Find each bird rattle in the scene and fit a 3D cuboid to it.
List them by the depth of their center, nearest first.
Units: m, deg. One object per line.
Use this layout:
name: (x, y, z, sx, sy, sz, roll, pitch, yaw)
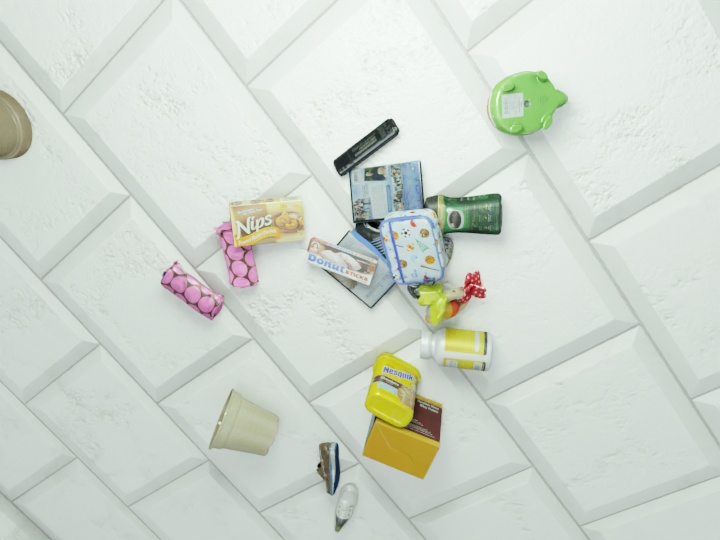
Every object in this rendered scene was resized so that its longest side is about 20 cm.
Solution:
bird rattle: (0.248, 0.079, 1.440, 0.113, 0.199, 0.164, 55, 153, 27)

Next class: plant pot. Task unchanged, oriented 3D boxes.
plant pot: (-1.074, -0.399, 1.467, 0.198, 0.175, 0.202, 4, 115, 9)
plant pot: (-0.375, 0.517, 1.716, 0.182, 0.201, 0.201, 24, 116, -12)

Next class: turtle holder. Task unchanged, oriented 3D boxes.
turtle holder: (0.377, -0.392, 1.199, 0.185, 0.132, 0.141, -37, 106, 2)

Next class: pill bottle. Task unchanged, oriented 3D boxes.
pill bottle: (0.272, 0.222, 1.491, 0.198, 0.111, 0.112, 5, 114, 9)

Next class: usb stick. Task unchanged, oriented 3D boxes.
usb stick: (0.012, -0.319, 1.355, 0.199, 0.033, 0.056, -33, 68, 22)

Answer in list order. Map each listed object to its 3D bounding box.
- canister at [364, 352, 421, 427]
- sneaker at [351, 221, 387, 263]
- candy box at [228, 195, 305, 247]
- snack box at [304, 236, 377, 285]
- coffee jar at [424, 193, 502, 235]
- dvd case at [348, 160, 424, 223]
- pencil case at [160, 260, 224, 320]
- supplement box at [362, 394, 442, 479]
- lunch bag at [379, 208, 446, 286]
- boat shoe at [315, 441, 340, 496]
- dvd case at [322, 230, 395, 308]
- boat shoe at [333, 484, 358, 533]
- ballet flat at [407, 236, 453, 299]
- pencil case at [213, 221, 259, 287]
canister: (0.096, 0.348, 1.530, 0.148, 0.200, 0.087, 28, 116, -2)
sneaker: (0.073, -0.078, 1.428, 0.199, 0.070, 0.078, 34, 121, -3)
candy box: (-0.256, -0.137, 1.439, 0.198, 0.055, 0.116, -6, 111, -10)
snack box: (-0.055, -0.027, 1.463, 0.198, 0.024, 0.072, 21, 114, 3)
coffee jar: (0.264, -0.145, 1.352, 0.198, 0.085, 0.105, 1, 113, 12)
dvd case: (0.067, -0.204, 1.367, 0.198, 0.018, 0.144, -4, 94, 21)
pencil case: (-0.507, 0.060, 1.588, 0.199, 0.091, 0.094, 36, 103, -8)
supplement box: (0.131, 0.479, 1.578, 0.196, 0.200, 0.134, 21, 115, 2)
lunch bag: (0.133, -0.055, 1.343, 0.159, 0.076, 0.202, -4, 116, 21)
boat shoe: (-0.112, 0.675, 1.787, 0.072, 0.072, 0.202, 5, 104, 14)
dvd case: (0.000, 0.000, 1.495, 0.200, 0.018, 0.143, 39, 113, -7)
boat shoe: (-0.055, 0.849, 1.843, 0.070, 0.069, 0.202, 15, 114, 7)
ballet flat: (0.199, 0.003, 1.436, 0.072, 0.072, 0.201, 31, 115, -3)
pencil case: (-0.360, -0.044, 1.521, 0.093, 0.091, 0.202, -17, 110, -20)
